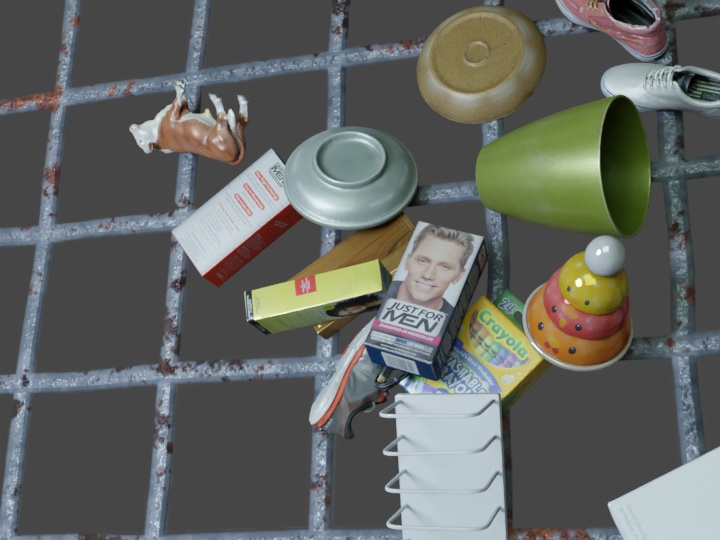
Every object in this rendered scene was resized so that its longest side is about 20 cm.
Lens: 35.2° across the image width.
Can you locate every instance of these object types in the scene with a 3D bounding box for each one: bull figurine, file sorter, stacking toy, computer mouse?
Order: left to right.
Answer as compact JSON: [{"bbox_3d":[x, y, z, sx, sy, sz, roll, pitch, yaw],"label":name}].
[{"bbox_3d":[-0.266,-0.229,1.786,0.200,0.065,0.122,14,109,15],"label":"bull figurine"},{"bbox_3d":[0.071,0.079,1.552,0.059,0.034,0.200,8,54,34],"label":"computer mouse"},{"bbox_3d":[0.102,0.262,1.423,0.139,0.125,0.200,-3,92,17],"label":"file sorter"},{"bbox_3d":[0.288,0.021,1.426,0.146,0.200,0.146,1,54,-1],"label":"stacking toy"}]

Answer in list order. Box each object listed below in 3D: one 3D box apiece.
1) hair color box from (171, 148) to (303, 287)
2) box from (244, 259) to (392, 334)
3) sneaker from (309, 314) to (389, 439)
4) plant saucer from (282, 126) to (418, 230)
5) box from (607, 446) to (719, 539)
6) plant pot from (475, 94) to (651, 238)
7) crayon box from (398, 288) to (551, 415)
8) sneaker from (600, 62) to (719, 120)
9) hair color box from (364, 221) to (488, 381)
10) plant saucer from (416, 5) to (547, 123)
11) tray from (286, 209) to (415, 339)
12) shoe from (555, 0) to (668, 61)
[{"bbox_3d":[-0.175,-0.079,1.712,0.200,0.061,0.102,-39,63,3],"label":"hair color box"},{"bbox_3d":[-0.056,0.039,1.583,0.200,0.075,0.050,-13,67,15],"label":"box"},{"bbox_3d":[0.009,0.146,1.576,0.082,0.077,0.200,34,77,-5],"label":"sneaker"},{"bbox_3d":[-0.014,-0.149,1.648,0.200,0.050,0.200,0,53,1],"label":"plant saucer"},{"bbox_3d":[0.426,0.323,1.321,0.200,0.131,0.199,-28,64,7],"label":"box"},{"bbox_3d":[0.265,-0.132,1.532,0.200,0.187,0.187,-2,70,34],"label":"plant pot"},{"bbox_3d":[0.165,0.126,1.526,0.200,0.052,0.126,-45,64,-2],"label":"crayon box"},{"bbox_3d":[0.430,-0.258,1.564,0.200,0.071,0.073,11,75,22],"label":"sneaker"},{"bbox_3d":[0.090,0.039,1.521,0.100,0.061,0.200,15,64,21],"label":"hair color box"},{"bbox_3d":[0.176,-0.317,1.692,0.200,0.035,0.200,-6,69,16],"label":"plant saucer"},{"bbox_3d":[0.000,0.000,1.638,0.200,0.037,0.099,-36,64,3],"label":"tray"},{"bbox_3d":[0.355,-0.381,1.623,0.071,0.091,0.200,-47,64,-2],"label":"shoe"}]
